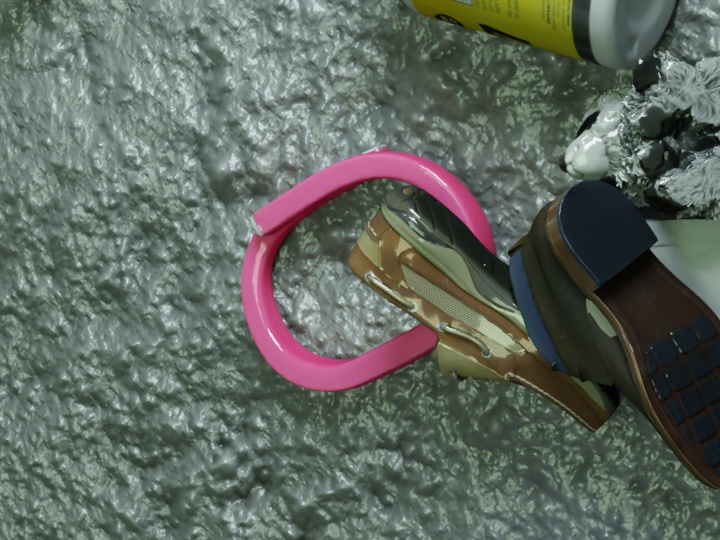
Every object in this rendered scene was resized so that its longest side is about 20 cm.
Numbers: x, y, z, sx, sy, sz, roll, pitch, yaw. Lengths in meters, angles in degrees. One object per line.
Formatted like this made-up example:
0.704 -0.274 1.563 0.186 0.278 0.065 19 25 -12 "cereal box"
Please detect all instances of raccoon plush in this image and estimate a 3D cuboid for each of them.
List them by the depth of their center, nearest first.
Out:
0.223 -0.073 1.215 0.200 0.134 0.097 7 89 -5 "raccoon plush"

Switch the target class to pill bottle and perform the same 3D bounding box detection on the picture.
0.090 -0.202 1.233 0.200 0.114 0.114 20 107 26 "pill bottle"

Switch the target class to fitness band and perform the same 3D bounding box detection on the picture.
0.000 0.000 1.360 0.200 0.037 0.144 -29 83 31 "fitness band"

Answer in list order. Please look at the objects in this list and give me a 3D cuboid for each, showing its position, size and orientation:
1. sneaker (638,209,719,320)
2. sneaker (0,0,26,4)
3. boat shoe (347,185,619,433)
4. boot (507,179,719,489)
0.236 0.020 1.213 0.200 0.074 0.116 -1 100 39 "sneaker"
-0.203 -0.264 1.418 0.080 0.076 0.200 38 116 9 "sneaker"
0.077 0.033 1.278 0.200 0.076 0.074 43 107 -1 "boat shoe"
0.162 0.045 1.205 0.200 0.075 0.097 62 154 2 "boot"
